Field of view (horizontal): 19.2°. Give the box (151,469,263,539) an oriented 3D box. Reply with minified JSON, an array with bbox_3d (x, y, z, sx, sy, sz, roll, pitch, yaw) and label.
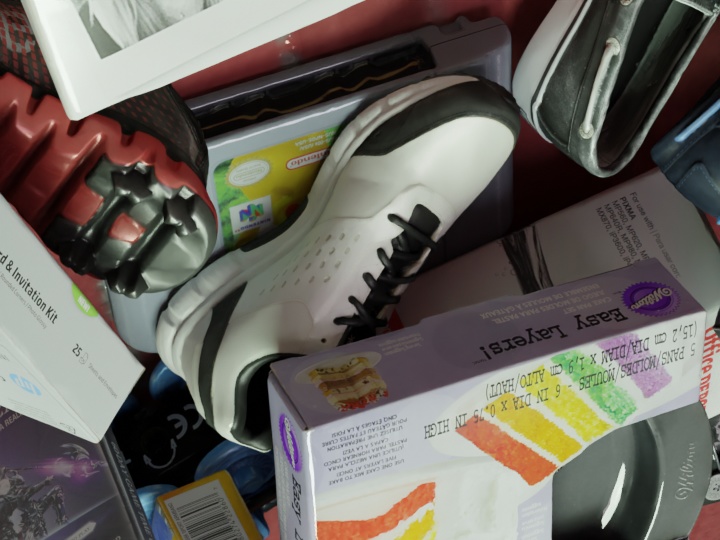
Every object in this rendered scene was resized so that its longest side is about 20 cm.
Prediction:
[{"bbox_3d":[-0.063,0.194,0.988,0.041,0.120,0.201,-18,150,-24],"label":"box"}]

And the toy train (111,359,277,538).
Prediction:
[{"bbox_3d":[-0.104,0.111,1.028,0.199,0.087,0.114,-32,148,0],"label":"toy train"}]

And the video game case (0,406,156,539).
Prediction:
[{"bbox_3d":[-0.154,0.142,0.936,0.142,0.201,0.019,-36,139,9],"label":"video game case"}]

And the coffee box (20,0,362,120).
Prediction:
[{"bbox_3d":[-0.047,-0.210,0.644,0.199,0.200,0.199,-22,138,-7],"label":"coffee box"}]

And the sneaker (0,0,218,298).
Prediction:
[{"bbox_3d":[-0.139,-0.074,0.831,0.200,0.098,0.071,33,127,-20],"label":"sneaker"}]

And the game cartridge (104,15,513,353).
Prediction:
[{"bbox_3d":[-0.023,-0.033,0.961,0.198,0.041,0.134,-19,141,-11],"label":"game cartridge"}]

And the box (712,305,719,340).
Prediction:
[{"bbox_3d":[0.227,-0.031,1.004,0.110,0.034,0.201,49,56,-48],"label":"box"}]

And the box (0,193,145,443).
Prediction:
[{"bbox_3d":[-0.188,-0.020,0.798,0.041,0.155,0.200,-57,142,-22],"label":"box"}]

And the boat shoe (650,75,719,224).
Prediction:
[{"bbox_3d":[0.198,-0.116,0.939,0.201,0.068,0.084,-58,178,-16],"label":"boat shoe"}]

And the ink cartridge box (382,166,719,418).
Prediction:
[{"bbox_3d":[0.082,0.048,1.038,0.199,0.084,0.145,-25,155,-5],"label":"ink cartridge box"}]

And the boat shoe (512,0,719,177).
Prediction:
[{"bbox_3d":[0.137,-0.134,0.907,0.073,0.068,0.200,19,110,-43],"label":"boat shoe"}]

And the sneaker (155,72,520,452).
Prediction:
[{"bbox_3d":[0.000,0.000,0.922,0.200,0.080,0.074,-45,135,16],"label":"sneaker"}]

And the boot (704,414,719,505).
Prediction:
[{"bbox_3d":[0.201,0.123,1.223,0.198,0.066,0.166,-19,140,-18],"label":"boot"}]

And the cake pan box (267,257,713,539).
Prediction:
[{"bbox_3d":[0.060,0.102,0.941,0.198,0.052,0.185,-14,128,-19],"label":"cake pan box"}]
